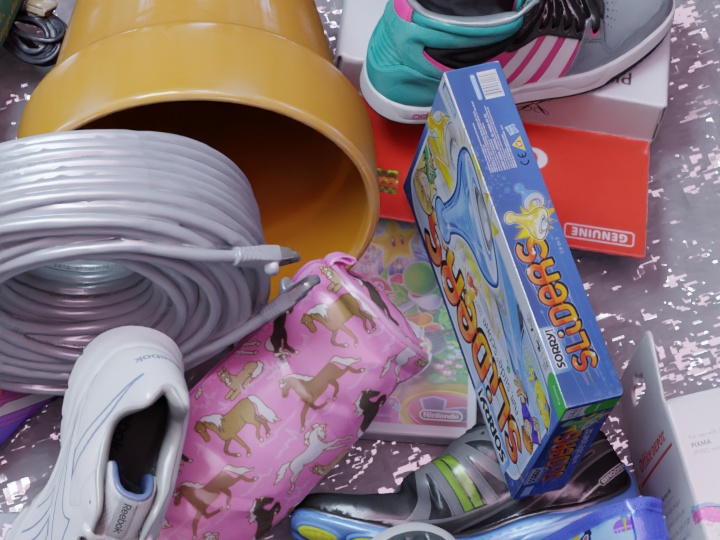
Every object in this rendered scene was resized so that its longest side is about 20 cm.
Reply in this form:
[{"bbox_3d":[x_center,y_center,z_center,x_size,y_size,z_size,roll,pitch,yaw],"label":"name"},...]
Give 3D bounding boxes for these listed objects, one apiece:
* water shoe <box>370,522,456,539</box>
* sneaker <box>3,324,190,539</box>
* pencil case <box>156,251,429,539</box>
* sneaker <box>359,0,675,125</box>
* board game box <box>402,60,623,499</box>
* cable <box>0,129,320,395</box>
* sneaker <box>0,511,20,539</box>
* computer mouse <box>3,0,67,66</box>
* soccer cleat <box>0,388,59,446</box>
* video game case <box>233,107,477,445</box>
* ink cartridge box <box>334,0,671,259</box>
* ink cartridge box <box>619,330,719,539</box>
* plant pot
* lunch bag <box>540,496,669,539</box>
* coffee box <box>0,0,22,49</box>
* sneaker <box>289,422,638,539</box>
[{"bbox_3d":[-0.004,0.230,1.355,0.071,0.079,0.201,24,80,2],"label":"water shoe"},{"bbox_3d":[-0.136,0.130,1.284,0.074,0.087,0.201,12,99,-18],"label":"sneaker"},{"bbox_3d":[-0.054,0.082,1.375,0.200,0.086,0.083,-44,50,4],"label":"pencil case"},{"bbox_3d":[0.097,-0.159,1.428,0.199,0.121,0.084,-19,62,-18],"label":"sneaker"},{"bbox_3d":[0.079,0.007,1.361,0.034,0.136,0.201,-13,67,-15],"label":"board game box"},{"bbox_3d":[-0.147,-0.004,1.312,0.199,0.200,0.070,17,55,-33],"label":"cable"},{"bbox_3d":[-0.208,0.204,1.355,0.199,0.075,0.115,-28,75,-19],"label":"sneaker"},{"bbox_3d":[-0.249,-0.082,1.463,0.109,0.044,0.201,18,71,17],"label":"computer mouse"},{"bbox_3d":[-0.208,0.059,1.403,0.068,0.073,0.200,36,71,8],"label":"soccer cleat"},{"bbox_3d":[0.000,0.000,1.474,0.142,0.018,0.201,4,70,-4],"label":"video game case"},{"bbox_3d":[0.082,-0.104,1.489,0.199,0.044,0.174,9,57,-3],"label":"ink cartridge box"},{"bbox_3d":[0.205,0.135,1.394,0.067,0.117,0.201,-12,73,-9],"label":"ink cartridge box"},{"bbox_3d":[-0.092,-0.102,1.410,0.199,0.201,0.184,1,53,-5],"label":"plant pot"},{"bbox_3d":[0.128,0.212,1.310,0.094,0.200,0.151,-4,71,-18],"label":"lunch bag"},{"bbox_3d":[-0.300,-0.153,1.457,0.199,0.044,0.123,13,69,18],"label":"coffee box"},{"bbox_3d":[0.056,0.130,1.414,0.199,0.071,0.083,-8,59,-10],"label":"sneaker"}]
